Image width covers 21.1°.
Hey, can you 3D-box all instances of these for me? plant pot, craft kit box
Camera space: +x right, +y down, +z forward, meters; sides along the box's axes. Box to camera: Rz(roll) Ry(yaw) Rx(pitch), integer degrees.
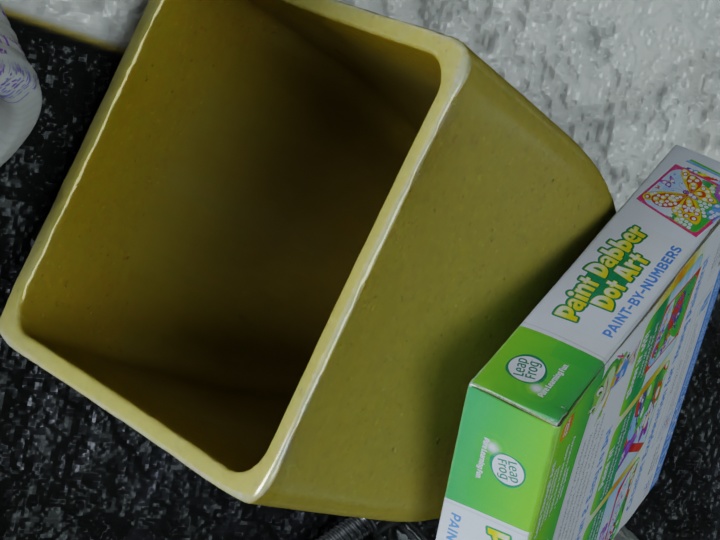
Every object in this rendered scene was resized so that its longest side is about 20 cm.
[{"bbox_3d":[0.000,0.000,0.863,0.200,0.195,0.194,25,91,-47],"label":"plant pot"},{"bbox_3d":[0.096,0.074,0.856,0.198,0.048,0.200,-48,155,-45],"label":"craft kit box"}]

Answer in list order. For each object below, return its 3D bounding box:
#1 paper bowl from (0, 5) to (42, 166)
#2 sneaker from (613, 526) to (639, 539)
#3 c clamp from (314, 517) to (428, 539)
[{"bbox_3d":[-0.229,-0.064,0.723,0.201,0.201,0.104,-27,81,-19],"label":"paper bowl"},{"bbox_3d":[0.166,0.214,1.074,0.077,0.078,0.200,-45,116,5],"label":"sneaker"},{"bbox_3d":[-0.028,0.173,0.978,0.200,0.027,0.171,-38,108,-17],"label":"c clamp"}]
